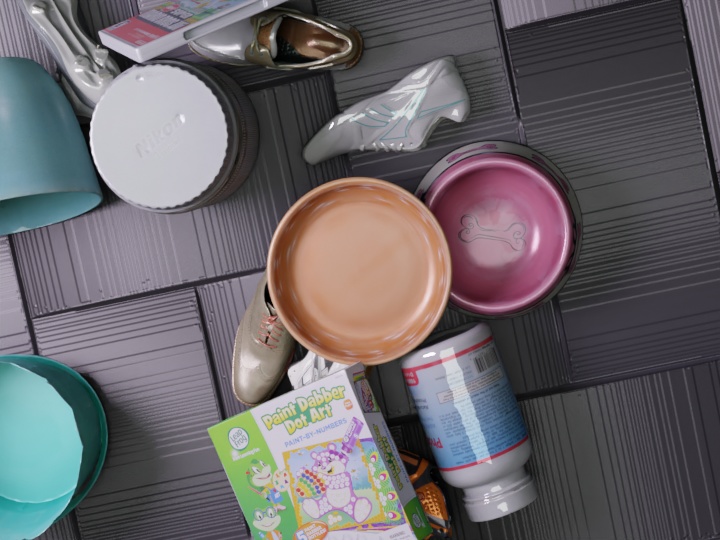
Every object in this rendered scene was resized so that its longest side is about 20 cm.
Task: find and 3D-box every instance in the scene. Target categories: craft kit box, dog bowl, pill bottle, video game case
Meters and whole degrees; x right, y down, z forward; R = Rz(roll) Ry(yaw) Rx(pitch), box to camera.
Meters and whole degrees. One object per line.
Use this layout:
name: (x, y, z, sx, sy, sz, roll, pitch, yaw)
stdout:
craft kit box: (-0.046, 0.225, 1.644, 0.199, 0.048, 0.199, -25, 85, 30)
dog bowl: (0.147, -0.041, 1.666, 0.198, 0.074, 0.202, 0, 96, 4)
pill bottle: (0.123, 0.166, 1.669, 0.108, 0.109, 0.202, -20, 93, 6)
video game case: (-0.166, -0.273, 1.603, 0.199, 0.143, 0.018, -26, 115, -17)

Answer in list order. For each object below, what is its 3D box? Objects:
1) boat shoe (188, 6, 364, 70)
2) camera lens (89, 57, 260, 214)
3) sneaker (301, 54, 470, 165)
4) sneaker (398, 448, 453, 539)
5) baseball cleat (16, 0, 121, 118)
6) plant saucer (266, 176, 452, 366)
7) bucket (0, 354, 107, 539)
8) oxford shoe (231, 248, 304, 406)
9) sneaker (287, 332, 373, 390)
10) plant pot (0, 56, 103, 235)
boat shoe: (-0.096, -0.258, 1.666, 0.198, 0.068, 0.076, 3, 95, 4)
camera lens: (-0.195, -0.142, 1.617, 0.158, 0.200, 0.162, 0, 95, 4)
sneaker: (0.029, -0.158, 1.667, 0.199, 0.070, 0.081, -28, 95, 5)
sneaker: (0.043, 0.305, 1.702, 0.111, 0.078, 0.202, 13, 96, 4)
baseball cleat: (-0.331, -0.247, 1.684, 0.069, 0.107, 0.201, -18, 63, -28)
plant saucer: (0.000, 0.000, 1.627, 0.198, 0.037, 0.202, 0, 96, 4)
bucket: (-0.386, 0.190, 1.694, 0.205, 0.135, 0.209, 0, 96, 4)
oxford shoe: (-0.102, 0.058, 1.692, 0.070, 0.075, 0.202, 16, 96, 3)
sneaker: (-0.046, 0.141, 1.707, 0.087, 0.076, 0.202, 20, 95, 19)
plant pot: (-0.391, -0.136, 1.641, 0.199, 0.201, 0.163, -13, 84, 5)
